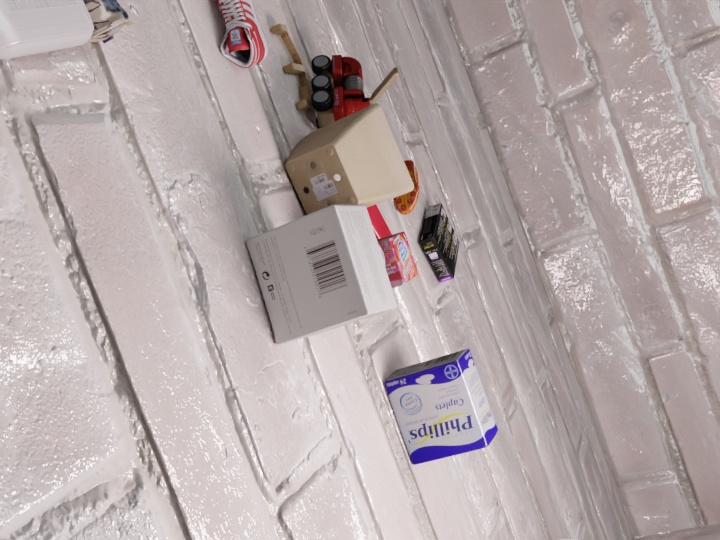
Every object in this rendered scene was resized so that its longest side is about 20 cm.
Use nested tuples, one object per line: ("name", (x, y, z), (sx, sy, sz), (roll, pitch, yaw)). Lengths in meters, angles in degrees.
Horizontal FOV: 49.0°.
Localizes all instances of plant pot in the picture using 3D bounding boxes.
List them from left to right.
("plant pot", (-0.039, -0.208, 1.660), (0.177, 0.199, 0.201), (-38, 108, -54))

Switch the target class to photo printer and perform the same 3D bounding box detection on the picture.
("photo printer", (-0.452, -0.358, 1.014), (0.167, 0.069, 0.200), (65, 25, -14))

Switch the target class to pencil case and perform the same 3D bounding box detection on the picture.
("pencil case", (-0.410, -0.432, 1.144), (0.089, 0.077, 0.201), (-36, 107, -44))

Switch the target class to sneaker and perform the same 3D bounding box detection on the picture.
("sneaker", (-0.249, -0.494, 1.548), (0.201, 0.071, 0.113), (63, 22, -22))
("sneaker", (0.138, -0.221, 2.181), (0.201, 0.072, 0.077), (-81, 153, -43))

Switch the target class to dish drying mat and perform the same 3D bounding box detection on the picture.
("dish drying mat", (0.047, -0.104, 1.963), (0.201, 0.018, 0.077), (60, 27, -25))

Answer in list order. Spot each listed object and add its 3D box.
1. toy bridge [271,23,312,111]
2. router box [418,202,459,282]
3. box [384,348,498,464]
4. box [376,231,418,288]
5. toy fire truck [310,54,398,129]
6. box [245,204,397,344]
("toy bridge", (-0.148, -0.455, 1.790), (0.067, 0.027, 0.201), (-21, 93, -67))
("router box", (0.232, -0.082, 2.300), (0.150, 0.051, 0.200), (61, 26, -25))
("box", (0.178, 0.300, 1.740), (0.105, 0.183, 0.201), (-25, 95, -67))
("box", (0.000, 0.000, 1.559), (0.100, 0.199, 0.096), (-27, 99, -66))
("toy fire truck", (-0.011, -0.423, 1.806), (0.129, 0.198, 0.177), (81, 6, -55))
("box", (-0.069, 0.005, 1.410), (0.131, 0.199, 0.200), (-7, 79, -64))
